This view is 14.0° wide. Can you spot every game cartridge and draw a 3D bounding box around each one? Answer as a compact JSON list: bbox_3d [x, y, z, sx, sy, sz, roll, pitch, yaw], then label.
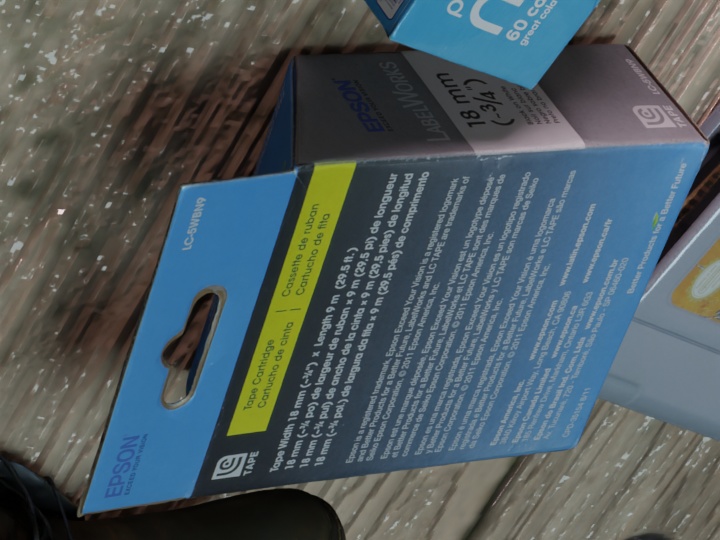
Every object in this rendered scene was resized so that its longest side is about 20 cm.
[{"bbox_3d":[0.167,-0.021,1.096,0.133,0.042,0.200,22,115,-40],"label":"game cartridge"}]

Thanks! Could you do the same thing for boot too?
[{"bbox_3d":[-0.100,0.105,1.010,0.199,0.075,0.097,-22,142,-11],"label":"boot"}]

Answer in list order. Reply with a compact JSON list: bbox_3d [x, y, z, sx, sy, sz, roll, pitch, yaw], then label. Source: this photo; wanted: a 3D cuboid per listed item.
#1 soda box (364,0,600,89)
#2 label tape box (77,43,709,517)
[{"bbox_3d":[0.074,-0.155,0.876,0.068,0.064,0.200,16,120,-42],"label":"soda box"},{"bbox_3d":[0.000,0.000,0.980,0.199,0.063,0.145,-5,132,-30],"label":"label tape box"}]
